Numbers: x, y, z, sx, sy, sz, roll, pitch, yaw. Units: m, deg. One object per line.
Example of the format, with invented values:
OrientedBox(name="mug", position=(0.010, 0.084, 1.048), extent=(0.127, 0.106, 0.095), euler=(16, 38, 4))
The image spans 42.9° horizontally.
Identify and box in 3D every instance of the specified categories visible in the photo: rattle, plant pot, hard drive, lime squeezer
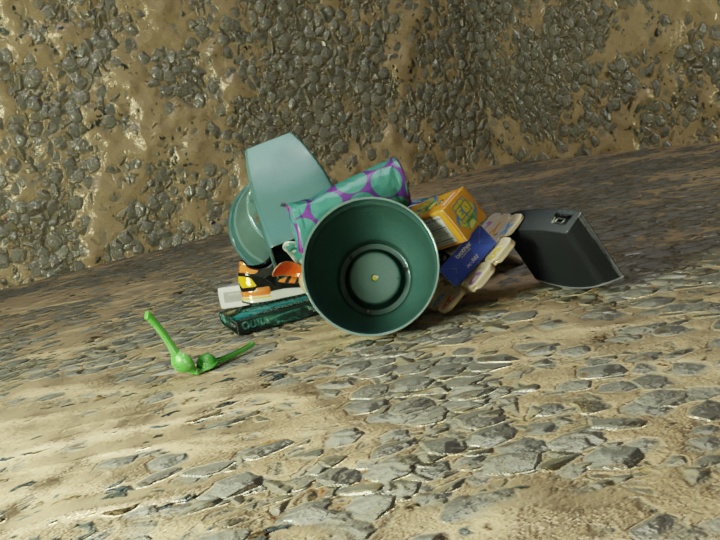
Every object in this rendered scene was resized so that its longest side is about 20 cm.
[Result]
OrientedBox(name="rattle", position=(-0.058, 0.002, 1.538), extent=(0.198, 0.132, 0.143), euler=(3, 17, -13))
OrientedBox(name="plant pot", position=(-0.119, -0.120, 1.566), extent=(0.140, 0.201, 0.142), euler=(-22, -20, -8))
OrientedBox(name="plant pot", position=(0.019, 0.004, 1.369), extent=(0.198, 0.202, 0.134), euler=(-11, -10, 2))
OrientedBox(name="plant pot", position=(-0.149, -0.104, 1.735), extent=(0.198, 0.202, 0.196), euler=(-13, -5, -11))
OrientedBox(name="hard drive", position=(0.298, -0.031, 1.389), extent=(0.042, 0.135, 0.200), euler=(-41, 16, -14))
OrientedBox(name="lime squeezer", position=(-0.238, 0.119, 1.336), extent=(0.038, 0.071, 0.199), euler=(-24, -31, 37))

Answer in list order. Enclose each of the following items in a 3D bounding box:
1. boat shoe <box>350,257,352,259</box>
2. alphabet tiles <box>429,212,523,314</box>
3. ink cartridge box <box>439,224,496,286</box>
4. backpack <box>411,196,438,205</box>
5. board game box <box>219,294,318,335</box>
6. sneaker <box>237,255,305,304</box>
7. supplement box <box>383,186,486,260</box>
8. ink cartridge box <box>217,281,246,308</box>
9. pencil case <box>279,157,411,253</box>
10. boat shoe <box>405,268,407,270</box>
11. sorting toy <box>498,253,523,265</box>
OrientedBox(name="boat shoe", position=(0.000, 0.000, 1.655), extent=(0.199, 0.067, 0.057), euler=(1, 25, -41))
OrientedBox(name="alphabet tiles", position=(0.171, -0.016, 1.437), extent=(0.196, 0.015, 0.200), euler=(-51, 15, -6))
OrientedBox(name="ink cartridge box", position=(0.141, -0.039, 1.462), extent=(0.094, 0.044, 0.200), euler=(-47, 15, -1))
OrientedBox(name="backpack", position=(0.135, -0.085, 1.913), extent=(0.198, 0.155, 0.163), euler=(8, -13, 26))
OrientedBox(name="board game box", position=(-0.140, 0.069, 1.622), extent=(0.198, 0.028, 0.135), euler=(-14, 10, -20))
OrientedBox(name="sneaker", position=(-0.124, -0.001, 1.648), extent=(0.198, 0.091, 0.070), euler=(-14, 8, -17))
OrientedBox(name="supplement box", position=(0.100, -0.066, 1.413), extent=(0.199, 0.069, 0.067), euler=(-15, 28, 53))
OrientedBox(name="ink cartridge box", position=(-0.175, 0.031, 1.872), extent=(0.159, 0.051, 0.200), euler=(-8, 4, 20))
OrientedBox(name="pencil case", position=(-0.020, -0.103, 1.431), extent=(0.198, 0.086, 0.092), euler=(-24, 14, -7))
OrientedBox(name="boat shoe", position=(0.048, -0.031, 1.582), extent=(0.064, 0.203, 0.075), euler=(-17, 52, 7))
OrientedBox(name="sorting toy", position=(0.174, -0.041, 1.675), extent=(0.184, 0.037, 0.199), euler=(-3, -13, 41))
